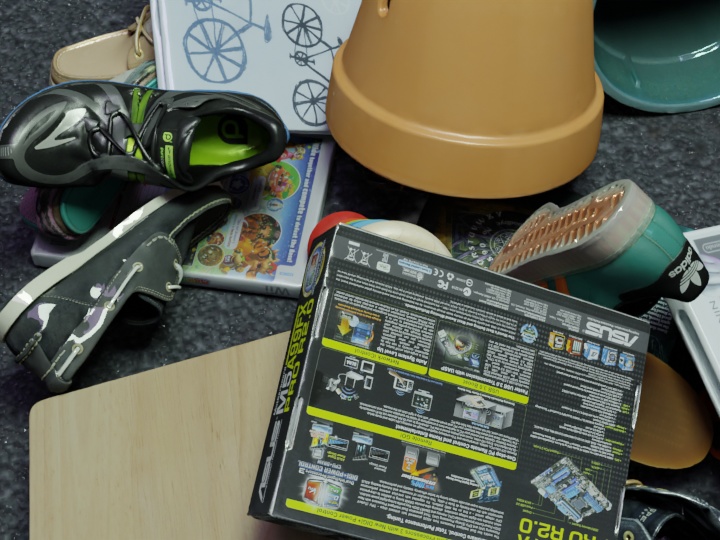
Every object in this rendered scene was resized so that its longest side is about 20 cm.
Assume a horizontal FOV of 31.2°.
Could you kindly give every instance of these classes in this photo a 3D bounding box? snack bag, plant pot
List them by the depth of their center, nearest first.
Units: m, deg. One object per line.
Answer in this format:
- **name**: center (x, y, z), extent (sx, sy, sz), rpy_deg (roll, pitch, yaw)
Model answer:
- **plant pot**: center (0.079, -0.161, 0.893), extent (0.200, 0.140, 0.200), rpy_deg (4, 37, -3)
- **snack bag**: center (-0.064, -0.190, 0.977), extent (0.200, 0.021, 0.189), rpy_deg (-1, 74, -28)
- **plant pot**: center (0.239, -0.262, 1.007), extent (0.200, 0.200, 0.196), rpy_deg (-9, 47, -6)

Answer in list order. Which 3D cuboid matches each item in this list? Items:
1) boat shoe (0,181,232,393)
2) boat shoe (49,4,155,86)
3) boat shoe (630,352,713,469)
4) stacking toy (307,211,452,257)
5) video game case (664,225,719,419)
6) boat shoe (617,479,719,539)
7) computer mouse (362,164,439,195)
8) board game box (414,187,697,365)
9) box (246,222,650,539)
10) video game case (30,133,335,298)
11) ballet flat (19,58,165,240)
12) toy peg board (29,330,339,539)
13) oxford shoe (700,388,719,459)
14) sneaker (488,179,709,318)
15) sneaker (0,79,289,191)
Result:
- **boat shoe**: center (-0.152, 0.006, 0.863), extent (0.068, 0.072, 0.200), rpy_deg (42, 51, 7)
- **boat shoe**: center (-0.148, -0.178, 1.012), extent (0.199, 0.069, 0.074), rpy_deg (-9, 55, -7)
- **boat shoe**: center (0.129, 0.070, 0.834), extent (0.200, 0.070, 0.071), rpy_deg (28, 73, -2)
- **stacking toy**: center (0.000, 0.000, 0.835), extent (0.085, 0.200, 0.086), rpy_deg (-2, 99, -11)
- **video game case**: center (0.295, 0.047, 0.821), extent (0.200, 0.023, 0.182), rpy_deg (-11, 70, -29)
- **boat shoe**: center (0.150, 0.147, 0.770), extent (0.200, 0.091, 0.071), rpy_deg (30, 60, 20)
- **computer mouse**: center (0.090, -0.087, 0.931), extent (0.200, 0.034, 0.059), rpy_deg (-12, 38, -33)
- **board game box**: center (0.132, 0.001, 0.911), extent (0.200, 0.028, 0.135), rpy_deg (19, 58, 12)
- **box**: center (0.053, 0.080, 0.706), extent (0.200, 0.044, 0.161), rpy_deg (17, 75, -16)
- **video game case**: center (-0.128, -0.053, 0.957), extent (0.199, 0.018, 0.143), rpy_deg (7, 55, 5)
- **ballet flat**: center (-0.179, -0.102, 0.947), extent (0.071, 0.069, 0.200), rpy_deg (16, 55, 35)
- **toy peg board**: center (-0.086, 0.162, 0.776), extent (0.199, 0.098, 0.200), rpy_deg (-16, 54, 8)
- **oxford shoe**: center (0.271, 0.045, 0.867), extent (0.072, 0.071, 0.200), rpy_deg (17, 58, -13)
- **sneaker**: center (0.139, 0.003, 0.798), extent (0.080, 0.200, 0.071), rpy_deg (42, 76, -8)
- **sneaker**: center (-0.143, -0.090, 0.859), extent (0.199, 0.071, 0.083), rpy_deg (-5, 14, -18)
